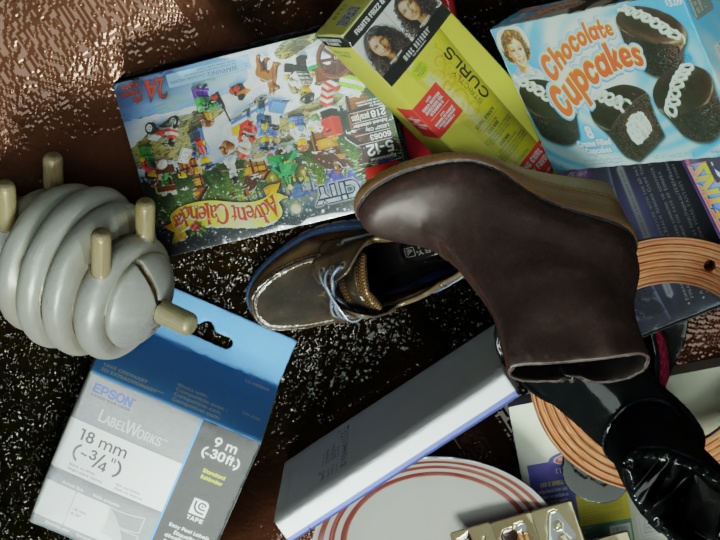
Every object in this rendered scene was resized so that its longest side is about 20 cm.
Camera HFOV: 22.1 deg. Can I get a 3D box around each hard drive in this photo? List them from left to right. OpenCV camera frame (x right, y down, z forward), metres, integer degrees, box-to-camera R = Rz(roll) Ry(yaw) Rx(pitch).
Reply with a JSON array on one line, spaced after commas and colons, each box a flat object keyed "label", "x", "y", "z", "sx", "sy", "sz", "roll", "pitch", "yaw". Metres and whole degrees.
[{"label": "hard drive", "x": 0.027, "y": 0.120, "z": 1.378, "sx": 0.199, "sy": 0.132, "sz": 0.025, "roll": -34, "pitch": 101, "yaw": 9}]

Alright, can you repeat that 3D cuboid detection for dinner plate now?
[{"label": "dinner plate", "x": 0.060, "y": 0.218, "z": 1.437, "sx": 0.198, "sy": 0.024, "sz": 0.202, "roll": 0, "pitch": 124, "yaw": 1}]

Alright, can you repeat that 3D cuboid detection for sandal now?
[{"label": "sandal", "x": 0.201, "y": 0.077, "z": 1.387, "sx": 0.074, "sy": 0.045, "sz": 0.202, "roll": 14, "pitch": 86, "yaw": 7}]

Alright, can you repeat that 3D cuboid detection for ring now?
[{"label": "ring", "x": 0.221, "y": 0.069, "z": 1.347, "sx": 0.198, "sy": 0.019, "sz": 0.202, "roll": -1, "pitch": 110, "yaw": -2}]

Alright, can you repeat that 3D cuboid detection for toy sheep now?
[{"label": "toy sheep", "x": -0.202, "y": -0.002, "z": 1.347, "sx": 0.199, "sy": 0.137, "sz": 0.139, "roll": 29, "pitch": 106, "yaw": 27}]

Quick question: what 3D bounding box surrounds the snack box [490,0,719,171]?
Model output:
[{"label": "snack box", "x": 0.180, "y": -0.130, "z": 1.243, "sx": 0.037, "sy": 0.199, "sz": 0.117, "roll": -34, "pitch": 107, "yaw": -28}]

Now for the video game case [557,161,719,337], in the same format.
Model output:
[{"label": "video game case", "x": 0.208, "y": -0.027, "z": 1.368, "sx": 0.198, "sy": 0.019, "sz": 0.144, "roll": -22, "pitch": 78, "yaw": 8}]

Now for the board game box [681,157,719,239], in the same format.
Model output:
[{"label": "board game box", "x": 0.294, "y": -0.111, "z": 1.306, "sx": 0.165, "sy": 0.057, "sz": 0.201, "roll": -36, "pitch": 104, "yaw": -34}]

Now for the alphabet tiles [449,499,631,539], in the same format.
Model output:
[{"label": "alphabet tiles", "x": 0.145, "y": 0.281, "z": 1.402, "sx": 0.165, "sy": 0.006, "sz": 0.202, "roll": -18, "pitch": 93, "yaw": 16}]

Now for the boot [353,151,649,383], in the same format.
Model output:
[{"label": "boot", "x": 0.095, "y": 0.000, "z": 1.258, "sx": 0.198, "sy": 0.167, "sz": 0.073, "roll": 1, "pitch": 137, "yaw": -2}]

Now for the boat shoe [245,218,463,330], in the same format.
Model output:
[{"label": "boat shoe", "x": 0.000, "y": 0.000, "z": 1.371, "sx": 0.199, "sy": 0.072, "sz": 0.073, "roll": -23, "pitch": 106, "yaw": 16}]

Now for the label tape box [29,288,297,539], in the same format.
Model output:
[{"label": "label tape box", "x": -0.152, "y": 0.124, "z": 1.419, "sx": 0.143, "sy": 0.063, "sz": 0.201, "roll": 23, "pitch": 104, "yaw": -5}]

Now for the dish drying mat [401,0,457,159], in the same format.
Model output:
[{"label": "dish drying mat", "x": 0.044, "y": -0.123, "z": 1.376, "sx": 0.076, "sy": 0.018, "sz": 0.202, "roll": -7, "pitch": 105, "yaw": 7}]

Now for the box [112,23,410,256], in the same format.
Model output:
[{"label": "box", "x": -0.069, "y": -0.099, "z": 1.365, "sx": 0.198, "sy": 0.038, "sz": 0.138, "roll": -13, "pitch": 103, "yaw": 9}]

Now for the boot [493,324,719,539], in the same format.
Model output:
[{"label": "boot", "x": 0.182, "y": 0.109, "z": 1.265, "sx": 0.198, "sy": 0.163, "sz": 0.073, "roll": 39, "pitch": 103, "yaw": -14}]

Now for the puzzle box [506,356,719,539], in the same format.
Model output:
[{"label": "puzzle box", "x": 0.221, "y": 0.145, "z": 1.436, "sx": 0.198, "sy": 0.025, "sz": 0.134, "roll": -10, "pitch": 104, "yaw": 4}]

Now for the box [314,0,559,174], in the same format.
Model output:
[{"label": "box", "x": 0.063, "y": -0.128, "z": 1.322, "sx": 0.200, "sy": 0.050, "sz": 0.075, "roll": 45, "pitch": 80, "yaw": -26}]
